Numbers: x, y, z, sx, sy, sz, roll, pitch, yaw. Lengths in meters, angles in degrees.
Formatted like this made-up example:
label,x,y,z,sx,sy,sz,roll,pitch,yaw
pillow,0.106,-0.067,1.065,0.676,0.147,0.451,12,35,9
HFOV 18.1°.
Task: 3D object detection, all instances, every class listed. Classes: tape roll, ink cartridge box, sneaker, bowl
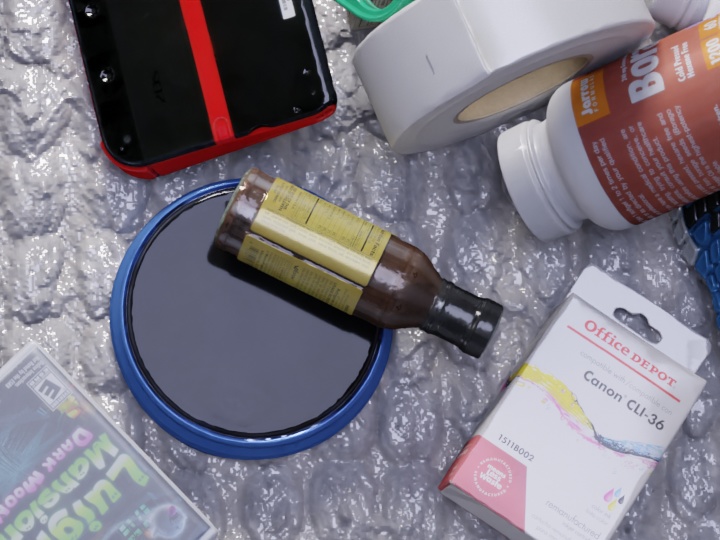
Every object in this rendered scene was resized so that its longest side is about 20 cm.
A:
label,x,y,z,sx,sy,sz,roll,pitch,yaw
tape roll,0.097,-0.154,1.544,0.202,0.202,0.071,-22,83,-10
ink cartridge box,0.157,0.098,1.569,0.116,0.068,0.200,33,78,1
sneaker,0.287,-0.006,1.612,0.086,0.075,0.201,-2,70,-39
bowl,-0.075,0.031,1.573,0.200,0.039,0.201,1,78,-5

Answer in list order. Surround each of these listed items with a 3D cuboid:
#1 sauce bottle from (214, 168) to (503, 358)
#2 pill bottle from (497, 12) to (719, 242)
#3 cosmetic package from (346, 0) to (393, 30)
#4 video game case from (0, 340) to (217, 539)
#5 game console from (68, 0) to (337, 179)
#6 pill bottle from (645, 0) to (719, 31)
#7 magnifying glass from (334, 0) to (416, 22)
label,x,y,z,sx,sy,sz,roll,pitch,yaw
sauce bottle,0.000,0.000,1.535,0.200,0.065,0.065,28,78,-1
pill bottle,0.201,-0.096,1.558,0.199,0.112,0.113,-23,81,20
cosmetic package,0.086,-0.234,1.609,0.199,0.105,0.071,-11,80,-9
video game case,-0.227,0.178,1.493,0.200,0.023,0.182,-44,88,-14
game console,-0.117,-0.178,1.583,0.176,0.031,0.201,-17,81,14
pill bottle,0.309,-0.183,1.618,0.199,0.109,0.110,20,78,-2
magnifying glass,-0.018,-0.207,1.554,0.022,0.200,0.080,-4,94,-38
